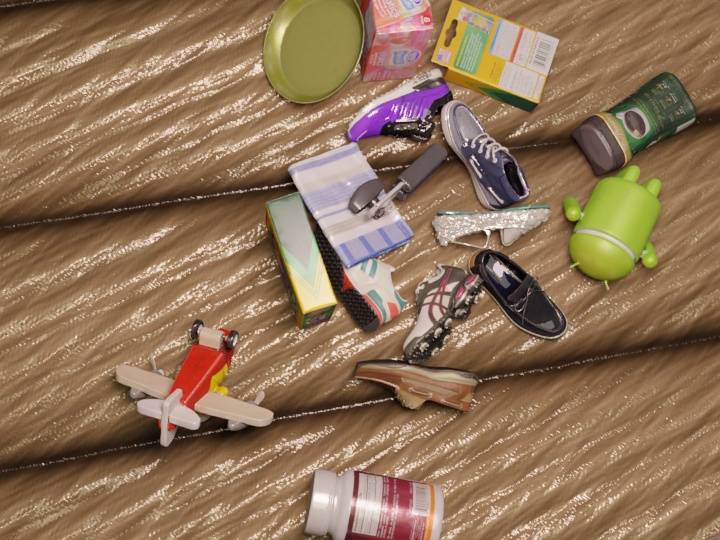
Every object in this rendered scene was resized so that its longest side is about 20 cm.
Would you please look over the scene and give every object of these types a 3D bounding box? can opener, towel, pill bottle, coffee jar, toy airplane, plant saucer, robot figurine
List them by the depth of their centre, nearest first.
[{"bbox_3d":[-0.252,0.190,1.355,0.198,0.142,0.200,-18,49,-21],"label":"toy airplane"},{"bbox_3d":[0.019,0.368,1.363,0.198,0.114,0.115,11,79,-3],"label":"pill bottle"},{"bbox_3d":[-0.015,-0.110,1.457,0.146,0.024,0.201,-23,74,-31],"label":"towel"},{"bbox_3d":[0.066,-0.149,1.462,0.200,0.053,0.067,-39,86,-30],"label":"can opener"},{"bbox_3d":[0.420,-0.072,1.481,0.175,0.116,0.201,30,79,-5],"label":"robot figurine"},{"bbox_3d":[-0.073,-0.374,1.487,0.199,0.031,0.202,-4,83,30],"label":"plant saucer"},{"bbox_3d":[0.466,-0.249,1.532,0.199,0.085,0.105,-30,87,-11],"label":"coffee jar"}]

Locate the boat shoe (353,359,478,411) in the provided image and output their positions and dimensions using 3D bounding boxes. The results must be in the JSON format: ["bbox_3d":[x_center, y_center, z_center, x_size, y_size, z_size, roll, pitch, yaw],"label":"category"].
[{"bbox_3d":[0.087,0.185,1.424,0.198,0.076,0.075,8,88,1],"label":"boat shoe"}]

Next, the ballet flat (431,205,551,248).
[{"bbox_3d":[0.218,-0.069,1.489,0.198,0.072,0.072,-3,80,2],"label":"ballet flat"}]

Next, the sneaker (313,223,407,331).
[{"bbox_3d":[0.000,0.000,1.461,0.093,0.070,0.200,-24,73,-36],"label":"sneaker"}]

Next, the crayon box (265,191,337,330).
[{"bbox_3d":[-0.093,-0.008,1.375,0.058,0.200,0.174,-19,82,-8],"label":"crayon box"}]

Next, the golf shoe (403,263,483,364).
[{"bbox_3d":[0.115,0.069,1.437,0.088,0.078,0.200,30,53,21],"label":"golf shoe"}]

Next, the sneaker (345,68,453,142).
[{"bbox_3d":[0.075,-0.253,1.503,0.199,0.070,0.100,-30,86,-10],"label":"sneaker"}]

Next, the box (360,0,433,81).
[{"bbox_3d":[0.052,-0.393,1.458,0.094,0.200,0.104,-6,80,-7],"label":"box"}]

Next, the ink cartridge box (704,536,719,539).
[{"bbox_3d":[0.538,0.527,1.402,0.198,0.084,0.177,-13,82,-8],"label":"ink cartridge box"}]

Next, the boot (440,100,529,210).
[{"bbox_3d":[0.210,-0.198,1.475,0.073,0.090,0.201,-33,98,-25],"label":"boot"}]

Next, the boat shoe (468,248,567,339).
[{"bbox_3d":[0.262,0.039,1.474,0.200,0.062,0.075,43,77,1],"label":"boat shoe"}]

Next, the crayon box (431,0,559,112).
[{"bbox_3d":[0.229,-0.371,1.548,0.199,0.052,0.127,21,79,-2],"label":"crayon box"}]
